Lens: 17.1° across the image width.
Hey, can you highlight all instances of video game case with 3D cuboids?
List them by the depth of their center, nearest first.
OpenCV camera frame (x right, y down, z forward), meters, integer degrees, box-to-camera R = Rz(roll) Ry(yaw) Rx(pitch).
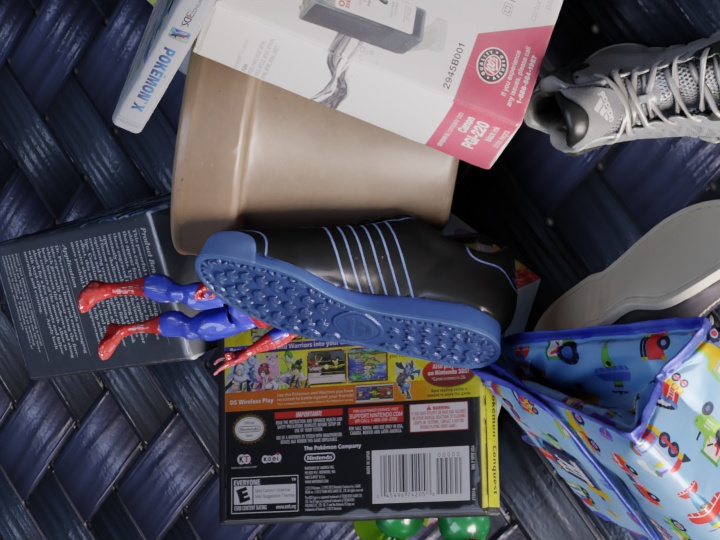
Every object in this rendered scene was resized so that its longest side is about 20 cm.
[{"bbox_3d":[-0.087,-0.202,1.419,0.022,0.200,0.182,23,151,-10],"label":"video game case"},{"bbox_3d":[-0.004,0.074,1.578,0.200,0.025,0.181,-5,81,28],"label":"video game case"}]

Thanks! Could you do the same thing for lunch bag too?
[{"bbox_3d":[0.166,0.102,1.478,0.151,0.094,0.200,47,158,-27],"label":"lunch bag"}]

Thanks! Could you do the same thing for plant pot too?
[{"bbox_3d":[-0.020,-0.093,1.554,0.174,0.200,0.200,11,119,2],"label":"plant pot"}]

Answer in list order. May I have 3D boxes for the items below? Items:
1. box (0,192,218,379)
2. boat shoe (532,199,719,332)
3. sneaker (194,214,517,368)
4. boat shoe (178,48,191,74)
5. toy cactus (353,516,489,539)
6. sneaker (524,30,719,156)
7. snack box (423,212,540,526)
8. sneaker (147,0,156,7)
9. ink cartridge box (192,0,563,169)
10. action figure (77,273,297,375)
[{"bbox_3d":[-0.142,0.002,1.740,0.200,0.148,0.107,-9,98,48],"label":"box"},{"bbox_3d":[0.190,0.020,1.488,0.063,0.073,0.200,34,137,-22],"label":"boat shoe"},{"bbox_3d":[0.000,0.000,1.503,0.200,0.078,0.070,16,147,1],"label":"sneaker"},{"bbox_3d":[-0.065,-0.199,1.666,0.065,0.074,0.200,41,133,-13],"label":"boat shoe"},{"bbox_3d":[0.024,0.144,1.605,0.200,0.102,0.165,35,118,30],"label":"toy cactus"},{"bbox_3d":[0.176,-0.097,1.400,0.200,0.115,0.075,-5,100,48],"label":"sneaker"},{"bbox_3d":[0.035,0.055,1.654,0.142,0.053,0.200,37,128,30],"label":"snack box"},{"bbox_3d":[-0.098,-0.268,1.588,0.200,0.105,0.076,-51,18,8],"label":"sneaker"},{"bbox_3d":[0.017,-0.170,1.445,0.200,0.146,0.085,21,162,-4],"label":"ink cartridge box"},{"bbox_3d":[-0.084,0.026,1.570,0.200,0.052,0.065,-8,119,19],"label":"action figure"}]
